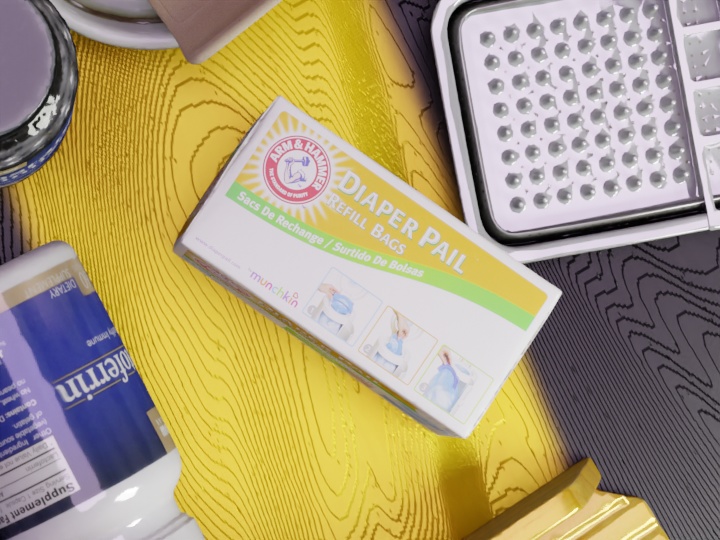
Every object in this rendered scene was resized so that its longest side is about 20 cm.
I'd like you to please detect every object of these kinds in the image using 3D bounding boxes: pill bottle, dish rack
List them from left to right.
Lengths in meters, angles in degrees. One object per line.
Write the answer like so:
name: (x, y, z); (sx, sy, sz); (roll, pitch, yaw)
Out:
pill bottle: (-0.212, -0.106, 1.478); (0.111, 0.200, 0.113); (0, 88, -7)
pill bottle: (-0.172, 0.094, 1.519); (0.115, 0.116, 0.201); (-28, 92, -7)
dish rack: (0.146, -0.100, 1.599); (0.199, 0.044, 0.173); (-10, 90, -7)

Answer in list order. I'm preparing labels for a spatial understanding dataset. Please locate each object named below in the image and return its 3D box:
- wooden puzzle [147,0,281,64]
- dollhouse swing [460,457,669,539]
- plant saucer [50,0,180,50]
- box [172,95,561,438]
wooden puzzle: (-0.082, -0.244, 1.491); (0.185, 0.046, 0.200); (-34, 89, 32)
dollhouse swing: (0.134, 0.234, 1.520); (0.181, 0.176, 0.201); (-33, 91, -6)
plant saucer: (-0.124, -0.227, 1.568); (0.199, 0.050, 0.201); (0, 88, -7)
box: (0.000, 0.000, 1.544); (0.200, 0.112, 0.102); (35, 84, -3)
